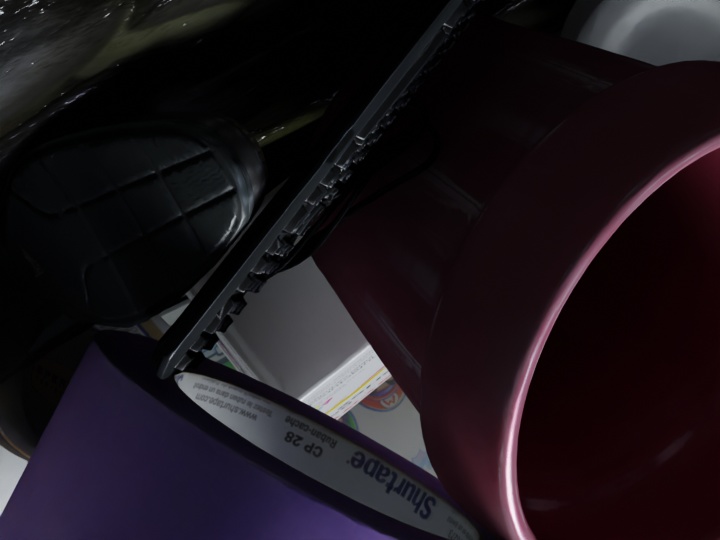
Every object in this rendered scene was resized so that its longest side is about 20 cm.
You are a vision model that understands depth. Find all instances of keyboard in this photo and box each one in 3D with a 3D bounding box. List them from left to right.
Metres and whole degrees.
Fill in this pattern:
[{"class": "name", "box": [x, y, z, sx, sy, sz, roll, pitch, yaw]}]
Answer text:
[{"class": "keyboard", "box": [0.001, -0.037, 0.949, 0.200, 0.040, 0.104, -51, -177, 3]}]

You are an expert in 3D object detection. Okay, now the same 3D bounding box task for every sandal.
[{"class": "sandal", "box": [-0.085, 0.061, 1.124, 0.054, 0.082, 0.200, -6, 156, 29]}]

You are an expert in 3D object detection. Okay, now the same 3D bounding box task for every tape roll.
[{"class": "tape roll", "box": [-0.031, 0.106, 1.014, 0.085, 0.199, 0.200, -63, 168, 4]}]

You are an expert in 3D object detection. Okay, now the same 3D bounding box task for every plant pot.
[{"class": "plant pot", "box": [0.077, -0.007, 1.038, 0.199, 0.179, 0.201, -23, 131, -29]}]

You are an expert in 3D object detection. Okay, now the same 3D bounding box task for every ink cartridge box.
[{"class": "ink cartridge box", "box": [0.000, 0.000, 1.243, 0.145, 0.084, 0.200, -38, 174, -5]}]

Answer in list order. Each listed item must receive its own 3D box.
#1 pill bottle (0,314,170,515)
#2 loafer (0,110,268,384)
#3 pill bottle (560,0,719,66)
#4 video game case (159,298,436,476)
[{"class": "pill bottle", "box": [-0.169, 0.081, 1.157, 0.119, 0.120, 0.200, -32, 171, 35]}, {"class": "loafer", "box": [-0.092, -0.018, 0.976, 0.072, 0.073, 0.200, -33, -172, -41]}, {"class": "pill bottle", "box": [0.165, -0.087, 1.206, 0.112, 0.112, 0.200, -29, 172, 19]}, {"class": "video game case", "box": [-0.048, 0.092, 1.426, 0.199, 0.183, 0.024, -26, 163, -9]}]
